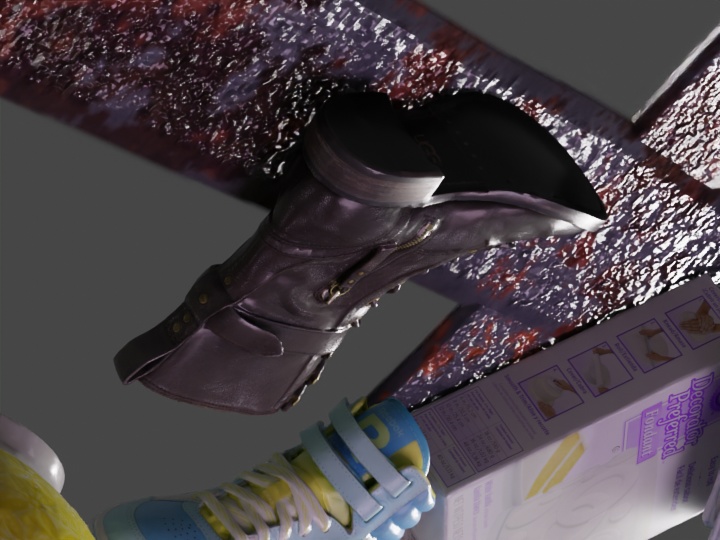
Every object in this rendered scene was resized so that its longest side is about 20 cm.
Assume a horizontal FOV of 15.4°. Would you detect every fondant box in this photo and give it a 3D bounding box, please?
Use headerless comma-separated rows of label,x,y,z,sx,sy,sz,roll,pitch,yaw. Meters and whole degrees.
fondant box,0.115,0.102,1.441,0.199,0.058,0.145,-25,145,-18

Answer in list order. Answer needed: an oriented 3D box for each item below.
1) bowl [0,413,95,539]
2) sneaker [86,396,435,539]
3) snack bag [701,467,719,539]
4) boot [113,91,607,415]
bowl,-0.181,0.119,1.132,0.201,0.199,0.108,76,29,-54
sneaker,-0.040,0.109,1.295,0.131,0.080,0.200,-47,154,19
snack bag,0.232,0.089,1.485,0.189,0.021,0.201,-49,157,-41
boot,0.000,0.000,1.222,0.199,0.069,0.174,7,133,-41
